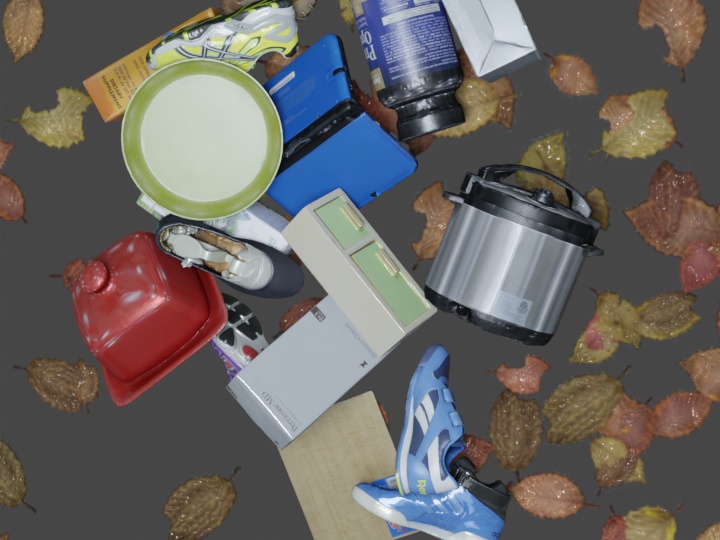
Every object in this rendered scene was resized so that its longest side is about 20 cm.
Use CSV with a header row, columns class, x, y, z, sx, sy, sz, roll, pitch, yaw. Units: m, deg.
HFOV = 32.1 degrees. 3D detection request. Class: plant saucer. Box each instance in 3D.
class,x,y,z,sx,sy,sz,roll,pitch,yaw
plant saucer,-0.195,-0.163,1.553,0.200,0.031,0.200,0,102,0

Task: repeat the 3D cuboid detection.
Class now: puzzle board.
class,x,y,z,sx,sy,sz,roll,pitch,yaw
puzzle board,-0.016,0.276,1.676,0.151,0.017,0.200,-21,93,11

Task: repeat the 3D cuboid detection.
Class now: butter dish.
class,x,y,z,sx,sy,sz,roll,pitch,yaw
butter dish,-0.297,0.034,1.598,0.200,0.148,0.200,-38,48,13

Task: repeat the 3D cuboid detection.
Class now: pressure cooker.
class,x,y,z,sx,sy,sz,roll,pitch,yaw
pressure cooker,0.188,-0.026,1.517,0.179,0.176,0.200,26,100,40

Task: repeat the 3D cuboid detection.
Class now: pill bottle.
class,x,y,z,sx,sy,sz,roll,pitch,yaw
pill bottle,0.063,-0.267,1.547,0.112,0.112,0.200,-15,93,12

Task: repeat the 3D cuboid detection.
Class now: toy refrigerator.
class,x,y,z,sx,sy,sz,roll,pitch,yaw
toy refrigerator,0.000,0.000,1.557,0.200,0.076,0.070,52,134,6

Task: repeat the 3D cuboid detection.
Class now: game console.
class,x,y,z,sx,sy,sz,roll,pitch,yaw
game console,-0.046,-0.171,1.591,0.200,0.118,0.171,-31,59,36

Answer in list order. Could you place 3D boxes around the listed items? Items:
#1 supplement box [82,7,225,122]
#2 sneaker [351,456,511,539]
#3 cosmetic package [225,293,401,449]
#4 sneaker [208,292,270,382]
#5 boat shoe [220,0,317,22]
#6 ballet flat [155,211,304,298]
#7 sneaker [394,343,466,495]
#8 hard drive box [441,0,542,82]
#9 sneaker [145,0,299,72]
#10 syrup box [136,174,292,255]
class,x,y,z,sx,sy,sz,roll,pitch,yaw
supplement box,-0.256,-0.267,1.628,0.200,0.069,0.067,-28,93,9
sneaker,0.096,0.284,1.619,0.200,0.077,0.111,20,87,7
cosmetic package,-0.059,0.118,1.583,0.113,0.081,0.200,47,65,1
sneaker,-0.164,0.115,1.654,0.200,0.081,0.083,51,132,12
boat shoe,-0.084,-0.350,1.589,0.200,0.076,0.072,-7,99,20
ballet flat,-0.168,-0.014,1.559,0.200,0.073,0.073,24,100,7
sneaker,0.099,0.191,1.588,0.082,0.074,0.200,4,69,18
hard drive box,0.147,-0.310,1.482,0.077,0.200,0.156,-24,93,11
sneaker,-0.171,-0.275,1.547,0.200,0.075,0.076,-14,112,15
syrup box,-0.181,-0.069,1.630,0.200,0.081,0.079,34,104,3
